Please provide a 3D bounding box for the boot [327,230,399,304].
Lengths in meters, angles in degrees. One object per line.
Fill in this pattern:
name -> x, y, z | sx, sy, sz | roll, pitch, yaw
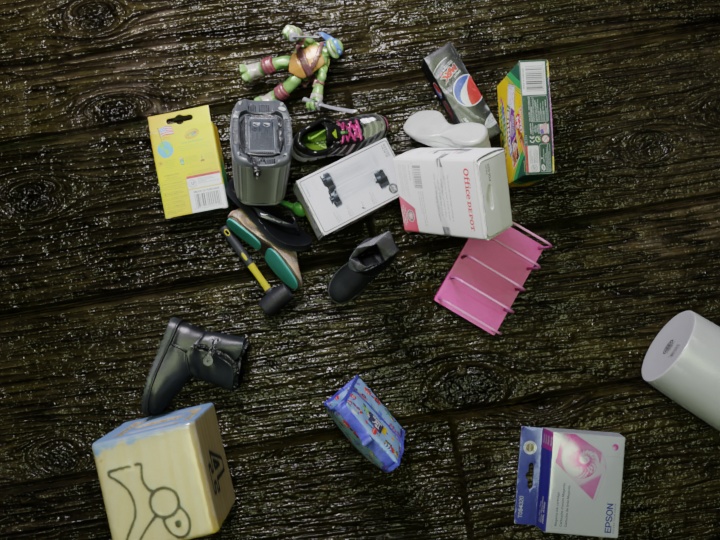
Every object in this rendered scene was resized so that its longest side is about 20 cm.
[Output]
boot -> 0.001, -0.001, 1.332 | 0.165, 0.200, 0.066 | -43, 90, 0

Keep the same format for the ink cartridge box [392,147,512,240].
ink cartridge box -> 0.166, -0.143, 1.302 | 0.084, 0.199, 0.147 | -26, 115, -36

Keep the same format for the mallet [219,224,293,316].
mallet -> -0.203, -0.010, 1.418 | 0.065, 0.041, 0.201 | -29, 86, 1

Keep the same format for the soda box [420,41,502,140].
soda box -> 0.193, -0.331, 1.396 | 0.063, 0.071, 0.201 | -30, 90, 0

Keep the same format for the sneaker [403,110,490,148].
sneaker -> 0.164, -0.241, 1.373 | 0.075, 0.089, 0.199 | -47, 46, -15

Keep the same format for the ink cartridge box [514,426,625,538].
ink cartridge box -> 0.408, 0.412, 1.410 | 0.198, 0.043, 0.199 | 4, 90, -1

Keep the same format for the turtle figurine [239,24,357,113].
turtle figurine -> -0.126, -0.370, 1.349 | 0.192, 0.144, 0.201 | -21, 52, 16

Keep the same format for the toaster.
toaster -> -0.184, -0.210, 1.341 | 0.112, 0.130, 0.202 | -2, 55, -10

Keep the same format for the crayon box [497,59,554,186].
crayon box -> 0.304, -0.266, 1.344 | 0.058, 0.173, 0.202 | -3, 90, -3

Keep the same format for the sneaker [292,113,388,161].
sneaker -> -0.042, -0.258, 1.389 | 0.198, 0.087, 0.075 | -13, 90, 0

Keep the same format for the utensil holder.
utensil holder -> 0.656, 0.193, 1.349 | 0.199, 0.170, 0.171 | 32, 90, 3

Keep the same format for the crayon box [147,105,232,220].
crayon box -> -0.331, -0.208, 1.409 | 0.126, 0.051, 0.202 | -10, 91, 0

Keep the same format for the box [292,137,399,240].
box -> -0.017, -0.155, 1.380 | 0.199, 0.060, 0.117 | -29, 91, -14

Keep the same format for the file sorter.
file sorter -> 0.252, 0.006, 1.369 | 0.138, 0.125, 0.201 | 30, 90, 1

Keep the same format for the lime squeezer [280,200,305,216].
lime squeezer -> -0.097, -0.145, 1.422 | 0.198, 0.038, 0.071 | -18, 58, 1

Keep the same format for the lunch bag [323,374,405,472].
lunch bag -> 0.006, 0.292, 1.332 | 0.094, 0.200, 0.151 | -40, 90, 1

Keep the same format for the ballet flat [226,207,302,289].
ballet flat -> -0.170, -0.053, 1.404 | 0.200, 0.068, 0.067 | 46, 60, -1

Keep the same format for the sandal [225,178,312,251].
sandal -> -0.174, -0.109, 1.380 | 0.200, 0.076, 0.043 | 40, 127, 1

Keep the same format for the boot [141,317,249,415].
boot -> -0.315, 0.205, 1.395 | 0.167, 0.076, 0.202 | 18, 84, 4

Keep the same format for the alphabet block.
alphabet block -> -0.356, 0.377, 1.337 | 0.193, 0.196, 0.202 | -12, 90, 2
